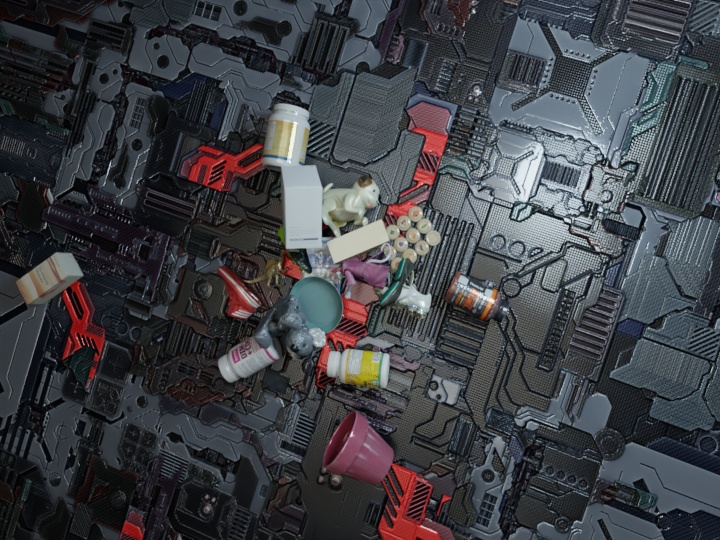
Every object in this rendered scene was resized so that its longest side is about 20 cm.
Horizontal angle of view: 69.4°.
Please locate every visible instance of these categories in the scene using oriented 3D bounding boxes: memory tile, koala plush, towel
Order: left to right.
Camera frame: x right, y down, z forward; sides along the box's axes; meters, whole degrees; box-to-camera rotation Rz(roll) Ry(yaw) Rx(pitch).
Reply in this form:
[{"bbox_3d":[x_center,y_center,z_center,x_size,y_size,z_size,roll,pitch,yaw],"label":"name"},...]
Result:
[{"bbox_3d":[-0.218,0.201,1.718,0.176,0.185,0.201,-32,113,20],"label":"koala plush"},{"bbox_3d":[-0.136,-0.015,1.786,0.144,0.024,0.205,1,90,10],"label":"towel"},{"bbox_3d":[0.156,-0.103,1.743,0.199,0.017,0.154,-36,85,7],"label":"memory tile"}]

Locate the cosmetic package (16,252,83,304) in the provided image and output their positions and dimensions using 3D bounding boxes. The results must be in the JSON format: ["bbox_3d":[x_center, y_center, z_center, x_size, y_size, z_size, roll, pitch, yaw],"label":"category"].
[{"bbox_3d":[-1.143,0.030,1.913,0.198,0.087,0.104,-34,84,7],"label":"cosmetic package"}]

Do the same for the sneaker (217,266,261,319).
[{"bbox_3d":[-0.450,0.088,1.809,0.200,0.078,0.116,44,95,8],"label":"sneaker"}]

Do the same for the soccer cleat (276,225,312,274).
[{"bbox_3d":[-0.212,-0.079,1.763,0.081,0.067,0.201,-39,70,12],"label":"soccer cleat"}]

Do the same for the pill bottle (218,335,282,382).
[{"bbox_3d":[-0.377,0.294,1.777,0.198,0.113,0.115,-30,85,8],"label":"pill bottle"}]

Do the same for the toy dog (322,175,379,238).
[{"bbox_3d":[-0.028,-0.227,1.728,0.197,0.140,0.196,-24,50,10],"label":"toy dog"}]

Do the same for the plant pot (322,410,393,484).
[{"bbox_3d":[0.002,0.590,1.688,0.178,0.200,0.202,34,95,-8],"label":"plant pot"}]

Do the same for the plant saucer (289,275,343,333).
[{"bbox_3d":[-0.148,0.116,1.767,0.196,0.036,0.205,3,101,15],"label":"plant saucer"}]

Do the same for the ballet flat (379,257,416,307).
[{"bbox_3d":[0.130,0.048,1.671,0.068,0.068,0.202,36,61,-11],"label":"ballet flat"}]

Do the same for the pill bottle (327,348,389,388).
[{"bbox_3d":[-0.007,0.321,1.718,0.195,0.113,0.115,6,91,8],"label":"pill bottle"}]

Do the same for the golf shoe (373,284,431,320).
[{"bbox_3d":[0.142,0.084,1.729,0.197,0.079,0.098,25,68,9],"label":"golf shoe"}]

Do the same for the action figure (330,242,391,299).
[{"bbox_3d":[0.000,0.000,1.684,0.195,0.150,0.136,3,50,-4],"label":"action figure"}]

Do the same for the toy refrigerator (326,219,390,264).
[{"bbox_3d":[-0.005,-0.093,1.725,0.197,0.070,0.077,-23,85,4],"label":"toy refrigerator"}]

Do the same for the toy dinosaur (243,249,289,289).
[{"bbox_3d":[-0.309,0.013,1.807,0.199,0.058,0.102,-39,67,19],"label":"toy dinosaur"}]

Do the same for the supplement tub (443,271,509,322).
[{"bbox_3d":[0.373,0.090,1.662,0.197,0.107,0.109,26,94,8],"label":"supplement tub"}]

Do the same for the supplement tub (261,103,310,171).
[{"bbox_3d":[-0.247,-0.438,1.744,0.142,0.145,0.205,10,91,9],"label":"supplement tub"}]

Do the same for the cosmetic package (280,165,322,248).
[{"bbox_3d":[-0.189,-0.205,1.651,0.120,0.200,0.204,-2,119,-11],"label":"cosmetic package"}]
